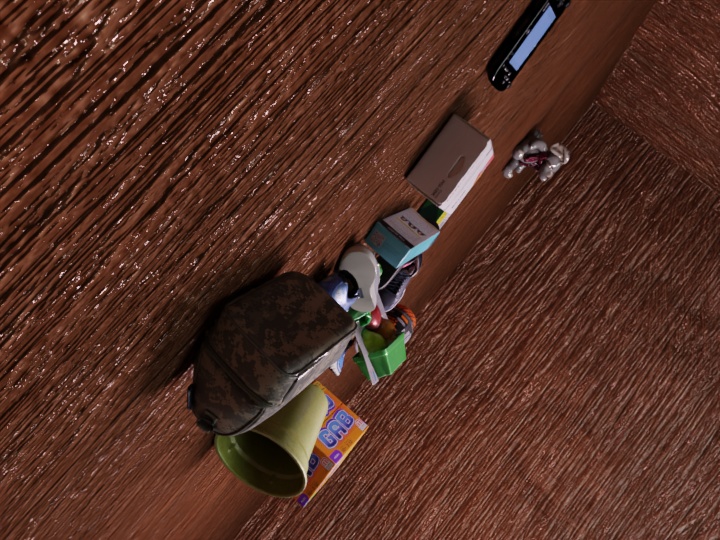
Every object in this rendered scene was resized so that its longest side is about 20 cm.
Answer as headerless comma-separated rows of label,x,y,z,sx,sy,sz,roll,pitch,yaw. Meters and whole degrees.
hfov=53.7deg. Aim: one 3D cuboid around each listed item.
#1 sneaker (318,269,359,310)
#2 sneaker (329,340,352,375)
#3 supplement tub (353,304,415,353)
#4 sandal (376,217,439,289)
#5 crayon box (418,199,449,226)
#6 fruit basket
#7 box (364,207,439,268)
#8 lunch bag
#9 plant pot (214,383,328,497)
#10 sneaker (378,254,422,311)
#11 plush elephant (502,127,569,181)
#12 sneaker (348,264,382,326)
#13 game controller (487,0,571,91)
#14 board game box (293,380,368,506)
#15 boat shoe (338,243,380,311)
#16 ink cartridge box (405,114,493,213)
sneaker,-0.037,0.053,1.250,0.089,0.079,0.200,-38,169,-5
sneaker,-0.053,0.172,1.586,0.089,0.078,0.200,-46,169,-13
supplement tub,0.079,0.194,2.160,0.200,0.122,0.123,-42,167,-43
sandal,0.086,-0.038,1.526,0.200,0.075,0.045,-44,167,2
crayon box,0.205,-0.177,1.610,0.201,0.051,0.127,-53,170,11
fruit basket,0.021,0.129,1.555,0.093,0.202,0.185,-25,-177,25
box,0.085,-0.067,1.381,0.049,0.082,0.200,-54,169,24
lunch bag,-0.124,0.117,0.943,0.168,0.139,0.200,-58,167,31
plant pot,-0.159,0.311,1.415,0.185,0.199,0.201,-57,177,-45
sneaker,0.081,0.015,1.623,0.204,0.076,0.146,-64,178,14
plush elephant,0.591,-0.364,2.346,0.200,0.154,0.165,-46,169,-25
sneaker,-0.008,0.069,1.424,0.201,0.083,0.074,-54,174,-30
game controller,0.289,-0.401,1.219,0.201,0.042,0.104,-55,169,15
board game box,-0.138,0.472,1.957,0.201,0.199,0.200,-57,168,30
boat shoe,0.001,0.000,1.308,0.202,0.069,0.072,84,13,-57
ink cartridge box,0.169,-0.191,1.312,0.147,0.083,0.200,-53,170,8
